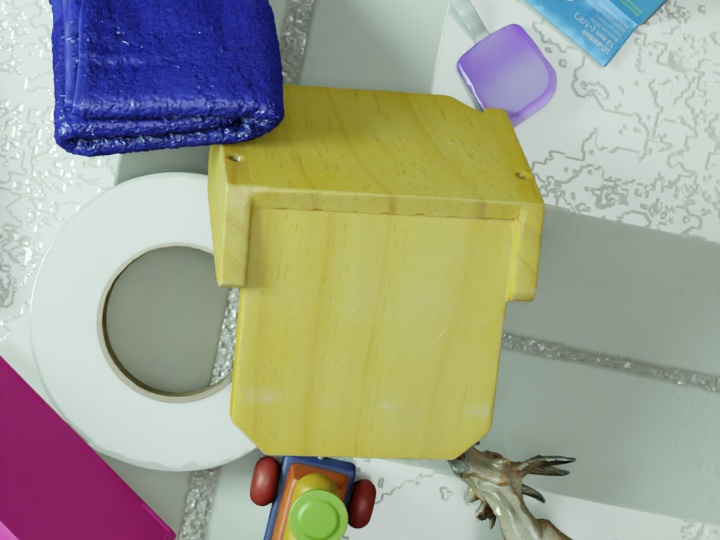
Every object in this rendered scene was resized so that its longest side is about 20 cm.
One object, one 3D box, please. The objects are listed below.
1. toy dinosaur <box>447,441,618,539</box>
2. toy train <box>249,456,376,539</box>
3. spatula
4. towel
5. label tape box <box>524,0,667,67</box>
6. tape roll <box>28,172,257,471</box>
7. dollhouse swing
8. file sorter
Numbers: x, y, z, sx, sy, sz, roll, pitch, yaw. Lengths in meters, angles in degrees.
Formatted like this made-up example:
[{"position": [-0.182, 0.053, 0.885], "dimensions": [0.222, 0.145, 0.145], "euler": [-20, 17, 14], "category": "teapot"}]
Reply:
[{"position": [0.126, 0.199, 1.236], "dimensions": [0.086, 0.136, 0.200], "euler": [-20, 122, -3], "category": "toy dinosaur"}, {"position": [-0.029, 0.149, 1.210], "dimensions": [0.084, 0.116, 0.201], "euler": [14, 91, -4], "category": "toy train"}, {"position": [0.063, -0.190, 1.253], "dimensions": [0.056, 0.021, 0.200], "euler": [-33, 92, 2], "category": "spatula"}, {"position": [-0.128, -0.166, 1.178], "dimensions": [0.147, 0.050, 0.200], "euler": [-7, 55, -3], "category": "towel"}, {"position": [0.179, -0.259, 1.237], "dimensions": [0.143, 0.066, 0.200], "euler": [40, 87, -3], "category": "label tape box"}, {"position": [-0.123, 0.035, 1.242], "dimensions": [0.202, 0.037, 0.203], "euler": [0, 91, -4], "category": "tape roll"}, {"position": [0.000, 0.000, 1.207], "dimensions": [0.199, 0.182, 0.176], "euler": [2, 123, -10], "category": "dollhouse swing"}, {"position": [-0.247, 0.162, 1.177], "dimensions": [0.200, 0.139, 0.125], "euler": [46, 110, -3], "category": "file sorter"}]
